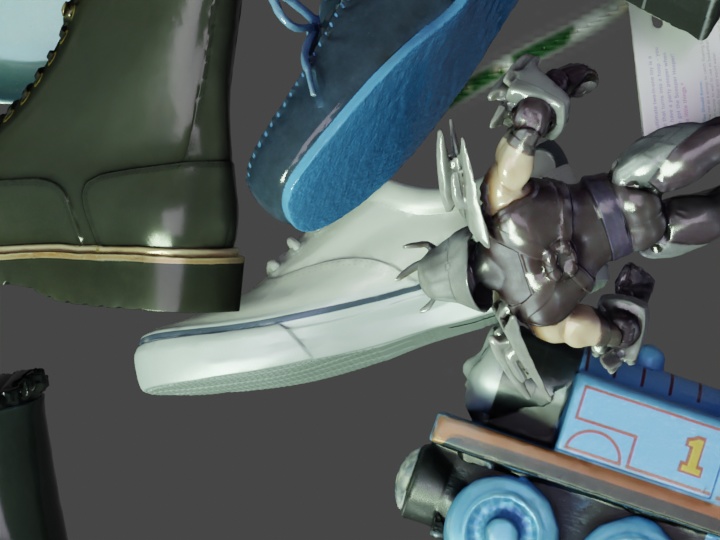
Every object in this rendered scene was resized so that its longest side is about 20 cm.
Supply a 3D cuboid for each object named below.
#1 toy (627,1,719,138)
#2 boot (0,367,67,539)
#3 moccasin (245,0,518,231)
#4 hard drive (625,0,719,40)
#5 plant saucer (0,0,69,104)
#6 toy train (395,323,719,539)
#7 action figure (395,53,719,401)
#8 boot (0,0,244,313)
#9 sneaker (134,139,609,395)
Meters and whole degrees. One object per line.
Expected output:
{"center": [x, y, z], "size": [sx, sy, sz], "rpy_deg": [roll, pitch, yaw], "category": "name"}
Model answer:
{"center": [0.204, -0.115, 0.847], "size": [0.198, 0.047, 0.116], "rpy_deg": [-6, 87, 2], "category": "toy"}
{"center": [-0.129, 0.122, 0.874], "size": [0.196, 0.073, 0.164], "rpy_deg": [-14, 93, 9], "category": "boot"}
{"center": [0.013, -0.102, 0.843], "size": [0.068, 0.081, 0.200], "rpy_deg": [31, 67, 19], "category": "moccasin"}
{"center": [0.083, -0.193, 0.817], "size": [0.199, 0.038, 0.140], "rpy_deg": [30, 71, 12], "category": "hard drive"}
{"center": [-0.139, -0.170, 0.878], "size": [0.198, 0.027, 0.202], "rpy_deg": [0, 94, 4], "category": "plant saucer"}
{"center": [0.117, 0.090, 0.852], "size": [0.198, 0.087, 0.115], "rpy_deg": [18, 86, 5], "category": "toy train"}
{"center": [0.108, -0.026, 0.792], "size": [0.198, 0.070, 0.131], "rpy_deg": [-19, 125, 5], "category": "action figure"}
{"center": [-0.130, -0.061, 0.847], "size": [0.198, 0.077, 0.140], "rpy_deg": [6, 93, 22], "category": "boot"}
{"center": [0.000, 0.000, 0.865], "size": [0.198, 0.073, 0.071], "rpy_deg": [-16, 80, -3], "category": "sneaker"}
